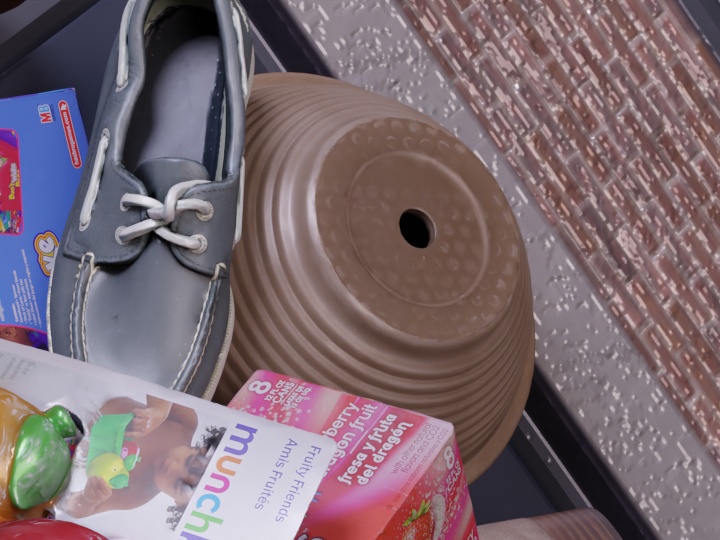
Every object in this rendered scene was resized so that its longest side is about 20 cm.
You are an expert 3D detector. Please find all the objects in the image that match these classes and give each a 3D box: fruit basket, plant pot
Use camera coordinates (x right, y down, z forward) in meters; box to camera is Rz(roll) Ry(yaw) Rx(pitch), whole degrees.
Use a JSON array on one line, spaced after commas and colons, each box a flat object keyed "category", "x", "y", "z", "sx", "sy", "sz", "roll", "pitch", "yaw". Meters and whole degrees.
[{"category": "fruit basket", "x": -0.133, "y": 0.099, "z": 0.996, "sx": 0.094, "sy": 0.199, "sz": 0.186, "roll": 75, "pitch": 36, "yaw": -50}, {"category": "plant pot", "x": 0.000, "y": 0.000, "z": 1.198, "sx": 0.200, "sy": 0.093, "sz": 0.202, "roll": 13, "pitch": 63, "yaw": -26}]

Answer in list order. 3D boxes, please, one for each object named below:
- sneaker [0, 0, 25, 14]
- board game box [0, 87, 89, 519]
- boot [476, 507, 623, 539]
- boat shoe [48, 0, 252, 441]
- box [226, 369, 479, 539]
[{"category": "sneaker", "x": -0.220, "y": -0.136, "z": 1.121, "sx": 0.199, "sy": 0.073, "sz": 0.085, "roll": -1, "pitch": 80, "yaw": -31}, {"category": "board game box", "x": -0.156, "y": 0.037, "z": 1.134, "sx": 0.134, "sy": 0.045, "sz": 0.201, "roll": -10, "pitch": 83, "yaw": -33}, {"category": "boot", "x": 0.077, "y": 0.186, "z": 1.150, "sx": 0.146, "sy": 0.070, "sz": 0.200, "roll": -27, "pitch": 62, "yaw": -25}, {"category": "boat shoe", "x": -0.080, "y": -0.027, "z": 1.113, "sx": 0.072, "sy": 0.062, "sz": 0.201, "roll": 8, "pitch": 67, "yaw": 3}, {"category": "box", "x": -0.043, "y": 0.144, "z": 1.069, "sx": 0.200, "sy": 0.095, "sz": 0.100, "roll": -52, "pitch": 144, "yaw": -36}]
